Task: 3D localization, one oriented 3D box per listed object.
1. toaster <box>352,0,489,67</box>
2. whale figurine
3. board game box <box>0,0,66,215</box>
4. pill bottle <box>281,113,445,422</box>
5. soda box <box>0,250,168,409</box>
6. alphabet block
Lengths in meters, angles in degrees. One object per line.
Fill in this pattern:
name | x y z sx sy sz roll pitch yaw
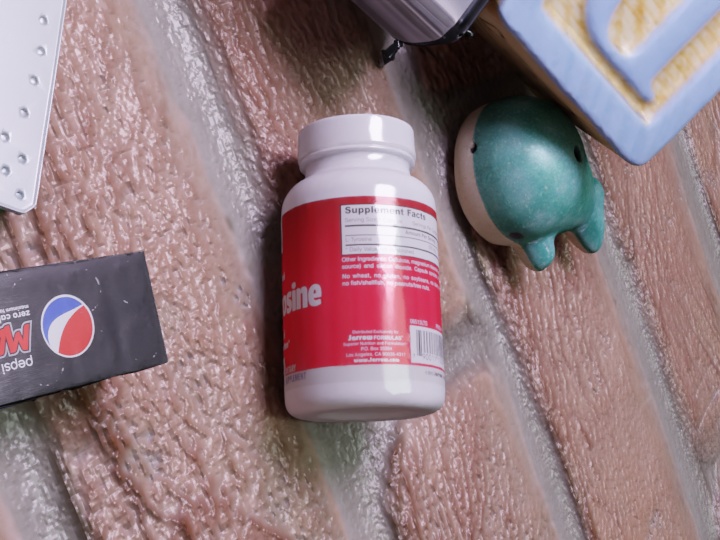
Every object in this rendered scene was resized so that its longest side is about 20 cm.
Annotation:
toaster | 0.054 -0.258 0.849 0.118 0.181 0.201 36 93 -16
whale figurine | 0.172 -0.079 1.029 0.199 0.103 0.161 22 63 -42
board game box | -0.254 -0.151 0.623 0.199 0.026 0.202 22 65 -44
pill bottle | 0.000 0.000 0.806 0.112 0.111 0.203 12 70 -46
soda box | -0.200 0.039 0.605 0.199 0.063 0.072 -12 89 -49
alphabet block | 0.204 -0.240 0.972 0.196 0.195 0.200 43 6 -26
